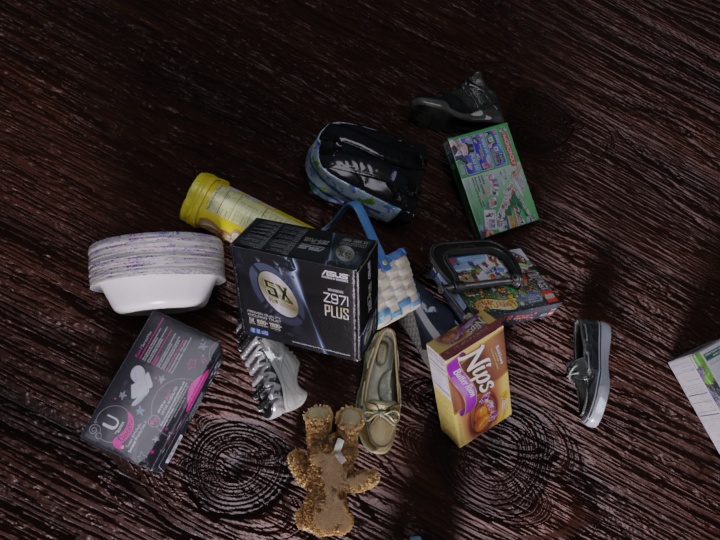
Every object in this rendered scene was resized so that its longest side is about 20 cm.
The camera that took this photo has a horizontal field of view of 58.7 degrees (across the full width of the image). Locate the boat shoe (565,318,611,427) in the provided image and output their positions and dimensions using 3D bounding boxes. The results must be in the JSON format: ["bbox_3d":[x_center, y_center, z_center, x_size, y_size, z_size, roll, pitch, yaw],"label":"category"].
[{"bbox_3d":[0.402,0.180,1.147,0.070,0.072,0.201,14,59,3],"label":"boat shoe"}]

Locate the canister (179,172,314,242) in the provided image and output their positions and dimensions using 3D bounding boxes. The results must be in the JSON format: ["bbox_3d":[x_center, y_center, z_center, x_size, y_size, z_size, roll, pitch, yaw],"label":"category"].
[{"bbox_3d":[-0.179,-0.077,1.060,0.199,0.149,0.087,26,94,-1],"label":"canister"}]

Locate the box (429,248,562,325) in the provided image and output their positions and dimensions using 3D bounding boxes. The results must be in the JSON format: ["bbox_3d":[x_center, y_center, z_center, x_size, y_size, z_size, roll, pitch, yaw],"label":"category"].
[{"bbox_3d":[0.237,0.030,1.120,0.199,0.038,0.137,-8,50,-31],"label":"box"}]

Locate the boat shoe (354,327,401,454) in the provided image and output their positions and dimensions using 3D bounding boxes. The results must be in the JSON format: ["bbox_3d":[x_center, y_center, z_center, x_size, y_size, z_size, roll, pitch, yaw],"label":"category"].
[{"bbox_3d":[0.034,0.198,1.058,0.073,0.063,0.202,10,70,-8],"label":"boat shoe"}]

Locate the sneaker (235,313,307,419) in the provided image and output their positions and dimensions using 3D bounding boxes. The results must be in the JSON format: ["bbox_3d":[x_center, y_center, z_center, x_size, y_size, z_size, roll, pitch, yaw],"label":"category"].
[{"bbox_3d":[-0.147,0.138,1.044,0.081,0.075,0.201,-8,71,-34],"label":"sneaker"}]

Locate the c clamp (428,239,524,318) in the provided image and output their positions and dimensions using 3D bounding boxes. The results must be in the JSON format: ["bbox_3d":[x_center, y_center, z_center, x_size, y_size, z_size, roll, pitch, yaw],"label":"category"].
[{"bbox_3d":[0.201,0.008,1.083,0.199,0.027,0.171,-10,46,-30],"label":"c clamp"}]

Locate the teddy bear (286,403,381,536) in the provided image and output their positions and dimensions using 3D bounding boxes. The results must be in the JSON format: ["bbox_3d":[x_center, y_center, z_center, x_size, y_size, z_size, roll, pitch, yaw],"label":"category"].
[{"bbox_3d":[-0.046,0.309,1.004,0.144,0.067,0.201,-10,70,-11],"label":"teddy bear"}]

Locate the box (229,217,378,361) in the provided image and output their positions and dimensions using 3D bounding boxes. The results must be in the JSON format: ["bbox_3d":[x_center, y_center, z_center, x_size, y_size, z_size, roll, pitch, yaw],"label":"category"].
[{"bbox_3d":[-0.078,0.027,0.946,0.199,0.165,0.086,12,36,17],"label":"box"}]

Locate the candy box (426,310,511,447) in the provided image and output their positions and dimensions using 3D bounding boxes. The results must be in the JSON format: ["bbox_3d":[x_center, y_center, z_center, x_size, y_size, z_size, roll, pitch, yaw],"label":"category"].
[{"bbox_3d":[0.179,0.177,1.033,0.116,0.201,0.056,-27,37,-19],"label":"candy box"}]

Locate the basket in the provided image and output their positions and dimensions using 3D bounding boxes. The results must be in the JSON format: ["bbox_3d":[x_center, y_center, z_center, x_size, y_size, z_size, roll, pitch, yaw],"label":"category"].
[{"bbox_3d":[0.000,0.000,1.059,0.138,0.176,0.201,-21,82,-28],"label":"basket"}]

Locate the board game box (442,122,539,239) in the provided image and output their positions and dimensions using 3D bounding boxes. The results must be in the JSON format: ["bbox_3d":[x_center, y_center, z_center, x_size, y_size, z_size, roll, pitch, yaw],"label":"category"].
[{"bbox_3d":[0.251,-0.171,1.226,0.134,0.029,0.201,-17,88,-17],"label":"board game box"}]

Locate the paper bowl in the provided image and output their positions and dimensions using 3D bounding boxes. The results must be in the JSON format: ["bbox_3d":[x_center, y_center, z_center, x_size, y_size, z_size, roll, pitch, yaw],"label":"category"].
[{"bbox_3d":[-0.307,0.011,0.976,0.199,0.201,0.105,-5,83,-13],"label":"paper bowl"}]

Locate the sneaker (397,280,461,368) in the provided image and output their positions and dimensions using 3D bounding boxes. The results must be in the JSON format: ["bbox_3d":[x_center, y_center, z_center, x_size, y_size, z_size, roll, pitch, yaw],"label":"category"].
[{"bbox_3d":[0.142,0.068,1.123,0.145,0.077,0.203,-16,64,-28],"label":"sneaker"}]

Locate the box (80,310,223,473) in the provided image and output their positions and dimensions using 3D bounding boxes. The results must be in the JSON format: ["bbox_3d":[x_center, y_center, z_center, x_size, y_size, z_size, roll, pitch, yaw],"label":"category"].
[{"bbox_3d":[-0.302,0.183,0.955,0.114,0.132,0.201,26,69,0],"label":"box"}]

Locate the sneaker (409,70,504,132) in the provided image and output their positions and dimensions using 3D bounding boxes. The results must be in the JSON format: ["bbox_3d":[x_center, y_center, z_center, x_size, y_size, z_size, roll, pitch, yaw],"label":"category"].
[{"bbox_3d":[0.188,-0.338,1.268,0.198,0.076,0.115,3,69,-14],"label":"sneaker"}]

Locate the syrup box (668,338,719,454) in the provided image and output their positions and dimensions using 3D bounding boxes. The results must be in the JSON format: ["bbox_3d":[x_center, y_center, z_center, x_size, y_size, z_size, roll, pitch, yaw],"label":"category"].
[{"bbox_3d":[0.663,0.236,1.168,0.078,0.082,0.201,-21,76,-17],"label":"syrup box"}]

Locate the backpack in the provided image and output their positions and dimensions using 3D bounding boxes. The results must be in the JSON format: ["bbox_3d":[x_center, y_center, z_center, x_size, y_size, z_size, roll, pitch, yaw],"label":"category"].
[{"bbox_3d":[0.000,-0.180,1.148,0.199,0.153,0.164,21,69,-28],"label":"backpack"}]

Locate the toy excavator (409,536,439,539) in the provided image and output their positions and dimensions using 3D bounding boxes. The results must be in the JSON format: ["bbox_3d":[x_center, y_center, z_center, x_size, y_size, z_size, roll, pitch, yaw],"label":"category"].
[{"bbox_3d":[0.050,0.505,0.952,0.198,0.100,0.196,-4,70,0],"label":"toy excavator"}]
